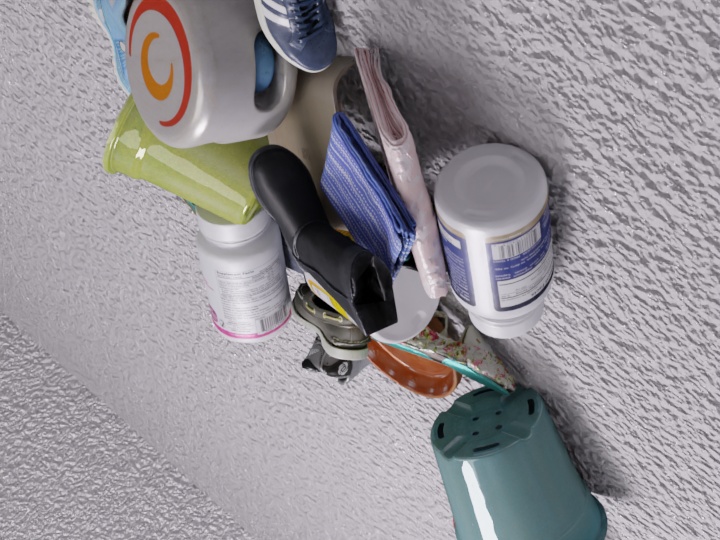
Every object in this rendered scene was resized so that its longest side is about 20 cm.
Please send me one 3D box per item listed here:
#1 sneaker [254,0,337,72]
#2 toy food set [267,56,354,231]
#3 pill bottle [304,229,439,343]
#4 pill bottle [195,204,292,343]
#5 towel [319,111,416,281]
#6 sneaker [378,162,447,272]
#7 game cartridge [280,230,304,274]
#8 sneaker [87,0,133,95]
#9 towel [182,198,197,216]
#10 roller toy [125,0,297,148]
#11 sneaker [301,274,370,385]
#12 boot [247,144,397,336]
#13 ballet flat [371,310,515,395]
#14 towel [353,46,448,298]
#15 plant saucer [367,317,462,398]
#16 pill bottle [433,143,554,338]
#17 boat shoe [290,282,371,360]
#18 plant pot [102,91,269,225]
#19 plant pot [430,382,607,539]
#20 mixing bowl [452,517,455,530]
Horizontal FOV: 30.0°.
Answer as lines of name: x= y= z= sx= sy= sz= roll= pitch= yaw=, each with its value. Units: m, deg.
sneaker: x=-0.063 y=-0.279 z=1.330 sx=0.084 sy=0.075 sz=0.201 roll=27 pitch=151 yaw=49
toy food set: x=-0.038 y=-0.139 z=1.504 sx=0.143 sy=0.060 sz=0.202 roll=15 pitch=123 yaw=50
pill bottle: x=0.000 y=0.000 z=1.634 sx=0.200 sy=0.112 sz=0.113 roll=33 pitch=157 yaw=50
pill bottle: x=-0.156 y=-0.012 z=1.783 sx=0.113 sy=0.113 sz=0.201 roll=30 pitch=142 yaw=35
towel: x=0.001 y=-0.064 z=1.364 sx=0.146 sy=0.024 sz=0.200 roll=58 pitch=166 yaw=12
sneaker: x=0.038 y=-0.058 z=1.525 sx=0.199 sy=0.079 sz=0.076 roll=33 pitch=156 yaw=34
game cartridge: x=-0.108 y=-0.068 z=1.805 sx=0.199 sy=0.041 sz=0.134 roll=28 pitch=145 yaw=39
sneaker: x=-0.275 y=-0.283 z=1.714 sx=0.089 sy=0.078 sz=0.201 roll=19 pitch=146 yaw=43
towel: x=-0.256 y=-0.156 z=1.850 sx=0.200 sy=0.022 sz=0.148 roll=57 pitch=-171 yaw=-58
roller toy: x=-0.159 y=-0.228 z=1.458 sx=0.200 sy=0.139 sz=0.184 roll=-46 pitch=63 yaw=50
sneaker: x=-0.049 y=0.080 z=1.871 sx=0.075 sy=0.115 sz=0.201 roll=12 pitch=140 yaw=54
boot: x=-0.040 y=-0.036 z=1.406 sx=0.166 sy=0.065 sz=0.200 roll=61 pitch=174 yaw=-29
ballet flat: x=0.106 y=0.088 z=1.653 sx=0.198 sy=0.064 sz=0.076 roll=23 pitch=172 yaw=6
towel: x=0.044 y=-0.103 z=1.365 sx=0.192 sy=0.032 sz=0.201 roll=-105 pitch=-3 yaw=-50
plant saucer: x=0.055 y=0.086 z=1.785 sx=0.199 sy=0.032 sz=0.201 roll=34 pitch=151 yaw=21
pill bottle: x=0.139 y=-0.022 z=1.356 sx=0.111 sy=0.111 sz=0.201 roll=32 pitch=154 yaw=31
boat shoe: x=-0.038 y=0.052 z=1.743 sx=0.202 sy=0.071 sz=0.061 roll=-137 pitch=50 yaw=-61
plant pot: x=-0.184 y=-0.157 z=1.647 sx=0.183 sy=0.201 sz=0.201 roll=32 pitch=157 yaw=3
plant pot: x=0.185 y=0.261 z=1.677 sx=0.199 sy=0.200 sz=0.197 roll=15 pitch=136 yaw=52
mixing bowl: x=0.236 y=0.372 z=1.863 sx=0.200 sy=0.108 sz=0.201 roll=38 pitch=156 yaw=20
